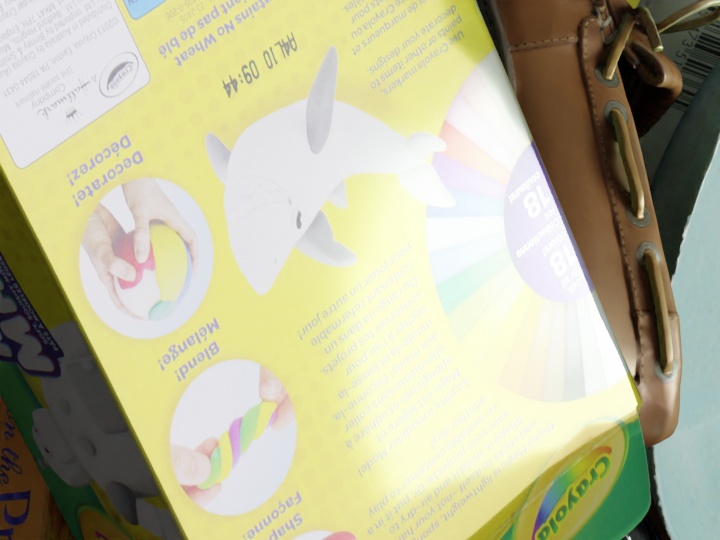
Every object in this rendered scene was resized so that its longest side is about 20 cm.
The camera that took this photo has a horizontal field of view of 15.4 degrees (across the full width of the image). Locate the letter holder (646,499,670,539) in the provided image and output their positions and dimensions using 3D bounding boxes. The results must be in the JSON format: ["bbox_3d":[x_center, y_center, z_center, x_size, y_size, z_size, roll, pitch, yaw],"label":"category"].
[{"bbox_3d":[0.159,0.066,1.226,0.200,0.100,0.142,82,-17,-45],"label":"letter holder"}]

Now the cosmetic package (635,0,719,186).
[{"bbox_3d":[0.128,-0.023,0.937,0.105,0.071,0.200,-61,161,-18],"label":"cosmetic package"}]

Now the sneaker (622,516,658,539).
[{"bbox_3d":[0.036,0.046,0.755,0.083,0.071,0.200,10,66,-65],"label":"sneaker"}]

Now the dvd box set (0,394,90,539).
[{"bbox_3d":[-0.032,0.033,0.595,0.146,0.029,0.201,33,56,-53],"label":"dvd box set"}]

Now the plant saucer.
[{"bbox_3d":[0.124,-0.008,0.791,0.201,0.039,0.202,-33,132,-45],"label":"plant saucer"}]

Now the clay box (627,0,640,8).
[{"bbox_3d":[0.105,-0.081,1.068,0.115,0.047,0.200,-89,179,-47],"label":"clay box"}]

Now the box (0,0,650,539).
[{"bbox_3d":[-0.017,-0.004,0.522,0.117,0.048,0.200,-37,113,-31],"label":"box"}]

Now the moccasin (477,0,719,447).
[{"bbox_3d":[0.054,-0.047,0.707,0.074,0.077,0.202,118,-27,-50],"label":"moccasin"}]
